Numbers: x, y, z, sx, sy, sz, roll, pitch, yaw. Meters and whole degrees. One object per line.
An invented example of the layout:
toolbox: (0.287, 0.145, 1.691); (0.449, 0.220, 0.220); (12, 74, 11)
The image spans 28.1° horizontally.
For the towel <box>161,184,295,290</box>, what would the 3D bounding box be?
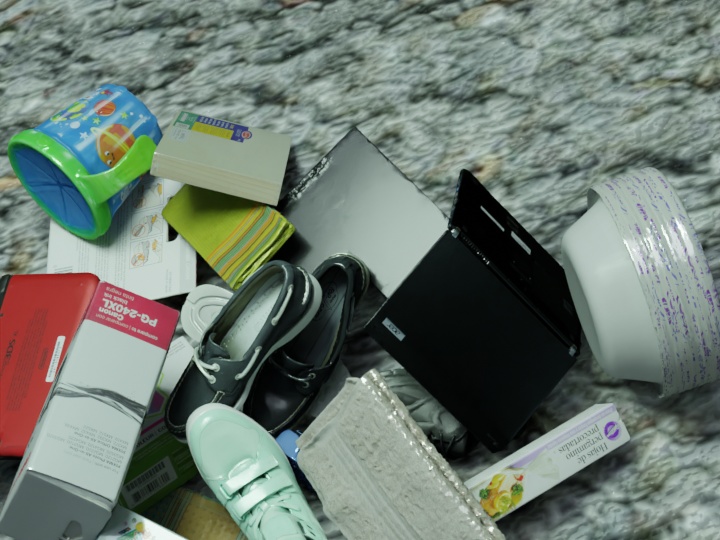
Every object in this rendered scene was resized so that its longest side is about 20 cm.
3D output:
towel: (-0.141, -0.052, 1.467); (0.086, 0.018, 0.200); (-47, 39, -2)

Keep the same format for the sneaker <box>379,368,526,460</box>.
sneaker: (0.064, 0.138, 1.359); (0.198, 0.076, 0.091); (-16, 62, 9)

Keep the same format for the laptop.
laptop: (0.112, 0.034, 1.341); (0.103, 0.177, 0.200); (-39, 16, 26)

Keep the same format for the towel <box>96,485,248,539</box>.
towel: (-0.176, 0.281, 1.369); (0.199, 0.022, 0.147); (17, 65, 23)

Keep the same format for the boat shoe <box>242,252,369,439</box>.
boat shoe: (-0.055, 0.074, 1.362); (0.074, 0.066, 0.200); (35, 92, 4)

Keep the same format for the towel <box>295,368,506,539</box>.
towel: (0.029, 0.196, 1.247); (0.034, 0.133, 0.200); (-21, 66, -49)

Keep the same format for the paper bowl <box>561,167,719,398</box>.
paper bowl: (0.248, 0.016, 1.298); (0.103, 0.201, 0.202); (-19, 55, 2)

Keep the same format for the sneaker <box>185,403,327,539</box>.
sneaker: (-0.080, 0.202, 1.267); (0.074, 0.118, 0.201); (-37, 93, -9)

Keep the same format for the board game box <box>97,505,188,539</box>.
board game box: (-0.122, 0.285, 1.249); (0.199, 0.148, 0.065); (23, 74, 17)

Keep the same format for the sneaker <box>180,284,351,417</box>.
sneaker: (-0.084, 0.079, 1.438); (0.199, 0.081, 0.077); (35, 88, 10)

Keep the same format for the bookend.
bookend: (0.000, 0.000, 1.450); (0.199, 0.092, 0.200); (-45, 68, -1)

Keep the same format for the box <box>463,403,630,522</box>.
box: (0.149, 0.182, 1.291); (0.199, 0.041, 0.039); (-28, 92, -18)

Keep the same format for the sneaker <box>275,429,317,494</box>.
sneaker: (0.012, 0.192, 1.344); (0.199, 0.070, 0.078); (30, 68, 22)

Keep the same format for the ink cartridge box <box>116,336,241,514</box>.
ink cartridge box: (-0.228, 0.125, 1.432); (0.147, 0.076, 0.200); (-33, 54, -17)

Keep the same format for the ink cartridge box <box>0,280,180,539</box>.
ink cartridge box: (-0.241, 0.135, 1.272); (0.083, 0.145, 0.201); (24, 52, -11)

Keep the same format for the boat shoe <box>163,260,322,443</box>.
boat shoe: (-0.121, 0.071, 1.324); (0.075, 0.060, 0.201); (39, 92, 33)

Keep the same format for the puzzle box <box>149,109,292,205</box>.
puzzle box: (-0.141, -0.121, 1.507); (0.132, 0.026, 0.200); (13, 18, -3)

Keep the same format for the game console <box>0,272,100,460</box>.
game console: (-0.334, 0.116, 1.452); (0.171, 0.119, 0.202); (-2, 59, 19)

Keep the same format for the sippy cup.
sippy cup: (-0.285, -0.126, 1.541); (0.177, 0.140, 0.130); (33, 62, 19)

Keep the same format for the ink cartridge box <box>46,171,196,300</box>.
ink cartridge box: (-0.254, -0.035, 1.573); (0.175, 0.045, 0.201); (-10, 57, 11)
